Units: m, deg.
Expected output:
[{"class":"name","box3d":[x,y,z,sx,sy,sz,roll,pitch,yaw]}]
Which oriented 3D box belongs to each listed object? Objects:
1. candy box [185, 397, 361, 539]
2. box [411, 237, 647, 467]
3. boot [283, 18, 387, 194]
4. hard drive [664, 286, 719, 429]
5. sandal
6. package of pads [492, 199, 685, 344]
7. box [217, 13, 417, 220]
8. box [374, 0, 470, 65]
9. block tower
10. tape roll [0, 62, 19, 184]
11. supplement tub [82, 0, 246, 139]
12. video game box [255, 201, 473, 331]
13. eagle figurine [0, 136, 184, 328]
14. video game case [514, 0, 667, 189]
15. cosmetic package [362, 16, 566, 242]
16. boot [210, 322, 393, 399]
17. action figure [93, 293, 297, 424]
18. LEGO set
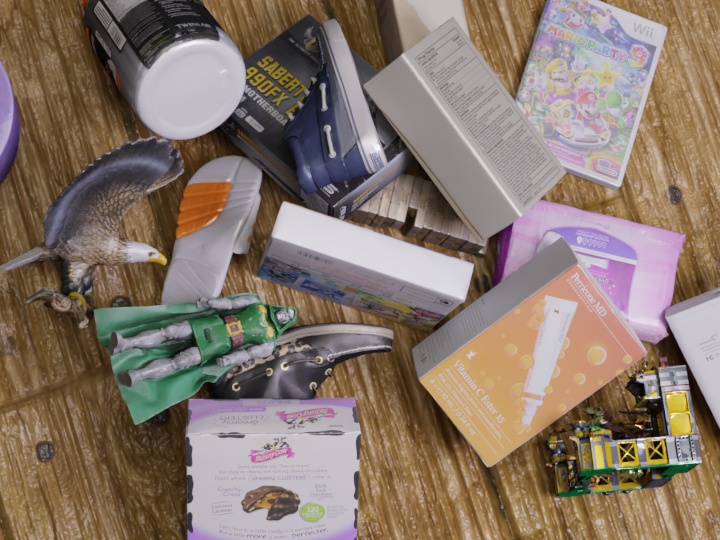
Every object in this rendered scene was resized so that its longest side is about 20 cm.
[{"class":"candy box","box3d":[-0.087,0.227,1.462,0.167,0.072,0.201,0,114,-5]},{"class":"box","box3d":[0.169,0.082,1.523,0.200,0.098,0.125,-37,104,8]},{"class":"boot","box3d":[-0.040,-0.169,1.507,0.090,0.073,0.201,-20,50,5]},{"class":"hard drive","box3d":[0.422,0.104,1.574,0.131,0.026,0.201,-23,109,19]},{"class":"sandal","box3d":[-0.156,-0.024,1.560,0.079,0.059,0.208,10,66,17]},{"class":"package of pads","box3d":[0.243,0.000,1.608,0.199,0.076,0.121,13,78,-6]},{"class":"box","box3d":[-0.043,-0.158,1.566,0.158,0.048,0.200,-39,70,-23]},{"class":"box","box3d":[0.064,-0.286,1.626,0.077,0.095,0.201,-10,80,-10]},{"class":"block tower","box3d":[0.048,-0.070,1.602,0.199,0.058,0.054,15,78,-7]},{"class":"tape roll","box3d":[-0.452,-0.155,1.527,0.199,0.085,0.201,1,79,-8]},{"class":"supplement tub","box3d":[-0.207,-0.233,1.522,0.122,0.123,0.200,-25,46,-12]},{"class":"video game box","box3d":[0.000,0.000,1.517,0.199,0.182,0.047,18,74,-5]},{"class":"eagle figurine","box3d":[-0.260,-0.048,1.511,0.151,0.151,0.201,13,93,-48]},{"class":"video game case","box3d":[0.252,-0.207,1.678,0.143,0.018,0.201,20,77,-4]},{"class":"cosmetic package","box3d":[0.107,-0.142,1.512,0.200,0.073,0.103,53,47,-4]},{"class":"boot","box3d":[-0.057,0.135,1.538,0.199,0.073,0.151,-7,79,-6]},{"class":"action figure","box3d":[-0.149,0.066,1.466,0.199,0.055,0.119,-16,82,-32]},{"class":"LEGO set","box3d":[0.264,0.157,1.528,0.153,0.200,0.117,-7,72,3]}]
